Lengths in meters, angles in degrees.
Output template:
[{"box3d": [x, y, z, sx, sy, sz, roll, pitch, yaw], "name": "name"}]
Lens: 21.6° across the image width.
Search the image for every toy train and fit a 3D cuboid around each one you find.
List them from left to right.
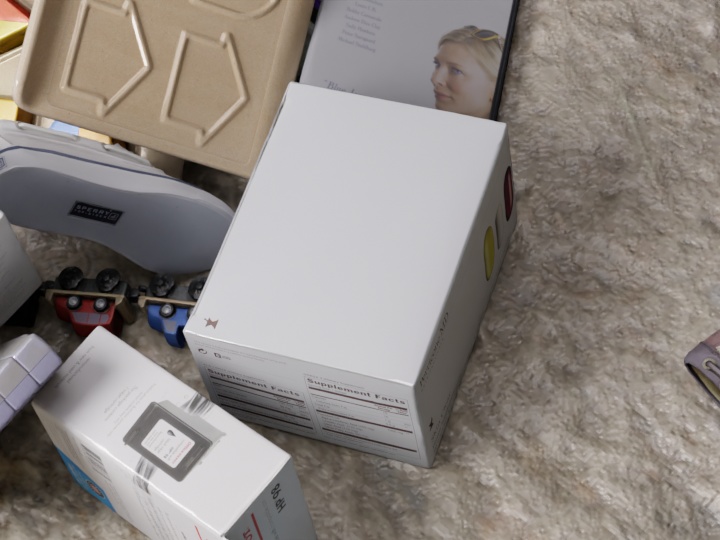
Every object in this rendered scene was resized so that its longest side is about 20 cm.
[{"box3d": [-0.180, 0.024, 1.282, 0.198, 0.034, 0.046, 4, 62, 12], "name": "toy train"}]

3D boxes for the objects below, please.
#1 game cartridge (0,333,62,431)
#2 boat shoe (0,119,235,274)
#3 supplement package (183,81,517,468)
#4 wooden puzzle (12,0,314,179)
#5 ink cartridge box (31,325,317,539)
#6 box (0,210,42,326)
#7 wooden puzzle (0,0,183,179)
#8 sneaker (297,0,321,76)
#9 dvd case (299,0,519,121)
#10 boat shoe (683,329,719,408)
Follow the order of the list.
[{"box3d": [-0.252, 0.099, 1.168, 0.130, 0.200, 0.038, -44, 100, -20], "name": "game cartridge"}, {"box3d": [-0.163, -0.056, 1.251, 0.074, 0.199, 0.066, -44, 46, 26], "name": "boat shoe"}, {"box3d": [0.000, 0.000, 1.222, 0.154, 0.111, 0.201, 12, 61, 17], "name": "supplement package"}, {"box3d": [-0.129, -0.174, 1.281, 0.199, 0.046, 0.187, 16, 85, -28], "name": "wooden puzzle"}, {"box3d": [-0.097, 0.133, 1.152, 0.199, 0.116, 0.067, 32, 66, 25], "name": "ink cartridge box"}, {"box3d": [-0.284, -0.001, 1.176, 0.097, 0.200, 0.124, 43, 79, 6], "name": "box"}, {"box3d": [-0.218, -0.130, 1.325, 0.198, 0.046, 0.187, 8, 87, 12], "name": "wooden puzzle"}, {"box3d": [-0.111, -0.201, 1.398, 0.198, 0.070, 0.100, 10, 53, 11], "name": "sneaker"}, {"box3d": [0.038, -0.167, 1.345, 0.141, 0.018, 0.201, 17, 59, -6], "name": "dvd case"}, {"box3d": [0.263, 0.115, 1.135, 0.064, 0.072, 0.201, -30, 60, 4], "name": "boat shoe"}]
